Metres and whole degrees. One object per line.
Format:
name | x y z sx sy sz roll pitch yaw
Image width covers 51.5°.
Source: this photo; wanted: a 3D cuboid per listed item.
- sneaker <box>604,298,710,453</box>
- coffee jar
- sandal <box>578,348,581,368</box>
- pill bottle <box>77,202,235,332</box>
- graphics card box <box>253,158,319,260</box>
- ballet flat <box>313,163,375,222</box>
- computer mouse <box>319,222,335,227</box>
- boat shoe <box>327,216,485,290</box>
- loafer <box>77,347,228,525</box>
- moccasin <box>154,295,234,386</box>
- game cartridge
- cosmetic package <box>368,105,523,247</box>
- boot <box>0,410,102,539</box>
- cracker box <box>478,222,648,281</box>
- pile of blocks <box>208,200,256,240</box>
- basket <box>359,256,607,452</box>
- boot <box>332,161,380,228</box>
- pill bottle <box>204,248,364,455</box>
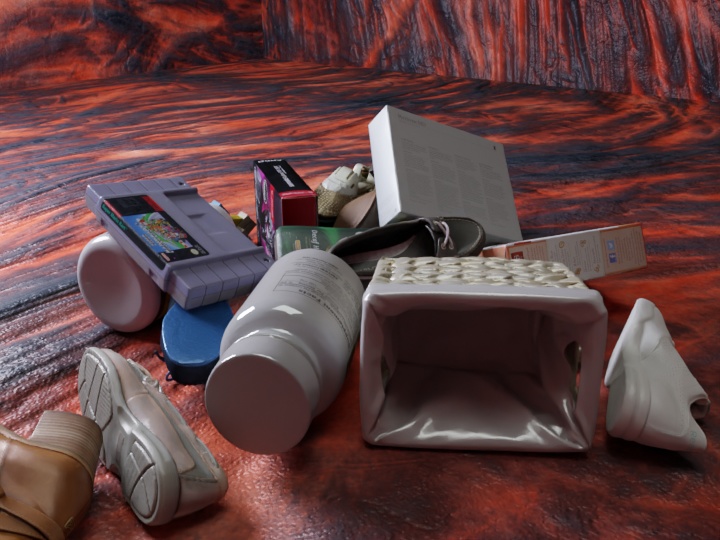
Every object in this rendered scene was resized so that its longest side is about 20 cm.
sneaker | 0.274 0.099 0.679 0.087 0.077 0.200 19 31 11
coffee jar | 0.000 0.000 0.852 0.194 0.086 0.106 -3 57 -9
sandal | 0.152 0.057 0.779 0.195 0.056 0.082 9 23 19
pill bottle | -0.227 -0.015 0.876 0.107 0.112 0.200 9 23 20
graphics card box | -0.100 -0.063 0.979 0.049 0.129 0.200 -7 23 -15
ballet flat | -0.018 -0.115 1.036 0.069 0.067 0.200 21 20 16
computer mouse | 0.017 -0.052 1.065 0.196 0.054 0.138 -1 21 -35
boat shoe | 0.050 -0.019 0.787 0.195 0.057 0.068 -17 66 -14
loafer | -0.172 0.128 0.597 0.062 0.074 0.199 5 21 -39
moccasin | -0.157 0.065 0.741 0.078 0.070 0.201 6 21 -9
game cartridge | -0.190 -0.038 0.789 0.199 0.039 0.128 39 28 29
cosmetic package | 0.109 -0.110 0.950 0.196 0.155 0.051 11 -28 -31
boot | -0.284 0.162 0.504 0.194 0.079 0.156 6 25 -6
cracker box | 0.218 -0.010 0.883 0.195 0.059 0.133 -10 0 -24
pile of blocks | -0.225 -0.056 1.017 0.196 0.084 0.062 -14 25 -34
basket | 0.100 0.066 0.653 0.194 0.139 0.124 2 17 4
boot | 0.048 -0.054 0.975 0.070 0.146 0.203 2 57 55
pill bottle | -0.062 0.068 0.665 0.111 0.117 0.201 4 22 9
